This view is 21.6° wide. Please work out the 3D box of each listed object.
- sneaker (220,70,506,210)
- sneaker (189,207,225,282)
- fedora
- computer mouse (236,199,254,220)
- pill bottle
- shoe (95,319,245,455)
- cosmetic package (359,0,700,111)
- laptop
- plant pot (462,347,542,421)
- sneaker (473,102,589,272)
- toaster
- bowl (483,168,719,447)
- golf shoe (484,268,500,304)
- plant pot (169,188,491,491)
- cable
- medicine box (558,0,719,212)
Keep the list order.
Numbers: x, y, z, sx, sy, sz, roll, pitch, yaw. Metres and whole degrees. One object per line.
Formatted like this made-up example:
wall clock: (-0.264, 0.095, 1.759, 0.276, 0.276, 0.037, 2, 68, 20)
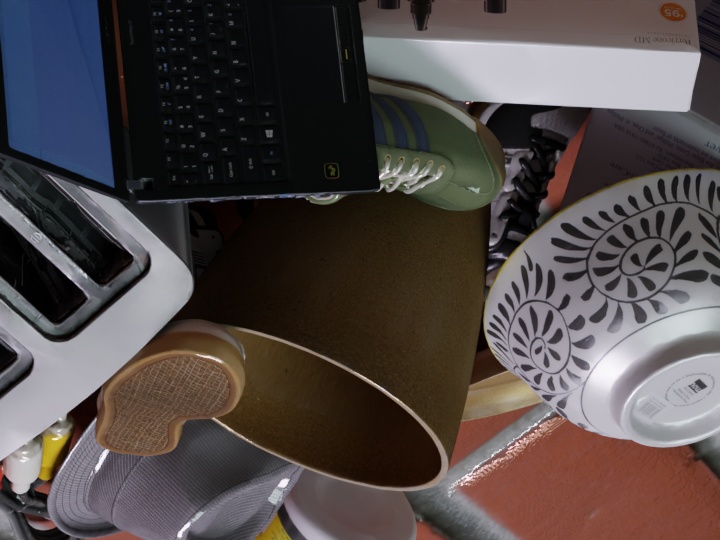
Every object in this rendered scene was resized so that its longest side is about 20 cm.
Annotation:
sneaker: (-0.007, -0.064, 1.018, 0.200, 0.090, 0.067, 29, 134, -25)
sneaker: (-0.132, -0.017, 1.141, 0.088, 0.076, 0.200, -48, 148, -9)
fedora: (-0.106, 0.139, 1.274, 0.177, 0.090, 0.200, -53, 158, 17)
computer mouse: (-0.065, -0.083, 1.136, 0.059, 0.034, 0.200, -40, 154, -18)
pill bottle: (-0.050, 0.244, 1.474, 0.114, 0.114, 0.200, 2, 133, -39)
shoe: (-0.109, 0.055, 1.040, 0.070, 0.053, 0.200, 14, 158, -15)
cosmetic package: (0.086, -0.138, 1.058, 0.200, 0.083, 0.051, 2, 142, 0)
laptop: (-0.084, -0.129, 0.903, 0.200, 0.177, 0.103, -3, 168, -15)
plant pot: (0.137, 0.072, 1.425, 0.200, 0.028, 0.200, -16, 167, -4)
sneaker: (0.098, -0.048, 1.235, 0.076, 0.088, 0.200, 14, 124, -44)
toaster: (-0.198, -0.012, 0.981, 0.181, 0.119, 0.200, -38, 117, 11)
bowl: (0.181, 0.042, 1.120, 0.201, 0.094, 0.201, -10, 139, -9)
golf shoe: (0.170, -0.018, 1.370, 0.200, 0.078, 0.095, -8, 109, -15)
plant pot: (0.000, 0.000, 1.135, 0.200, 0.186, 0.186, -66, 155, -25)
cable: (-0.231, 0.154, 1.263, 0.097, 0.050, 0.200, -22, 143, -16)
medicine box: (0.216, -0.077, 1.222, 0.182, 0.103, 0.200, -47, 160, -40)
